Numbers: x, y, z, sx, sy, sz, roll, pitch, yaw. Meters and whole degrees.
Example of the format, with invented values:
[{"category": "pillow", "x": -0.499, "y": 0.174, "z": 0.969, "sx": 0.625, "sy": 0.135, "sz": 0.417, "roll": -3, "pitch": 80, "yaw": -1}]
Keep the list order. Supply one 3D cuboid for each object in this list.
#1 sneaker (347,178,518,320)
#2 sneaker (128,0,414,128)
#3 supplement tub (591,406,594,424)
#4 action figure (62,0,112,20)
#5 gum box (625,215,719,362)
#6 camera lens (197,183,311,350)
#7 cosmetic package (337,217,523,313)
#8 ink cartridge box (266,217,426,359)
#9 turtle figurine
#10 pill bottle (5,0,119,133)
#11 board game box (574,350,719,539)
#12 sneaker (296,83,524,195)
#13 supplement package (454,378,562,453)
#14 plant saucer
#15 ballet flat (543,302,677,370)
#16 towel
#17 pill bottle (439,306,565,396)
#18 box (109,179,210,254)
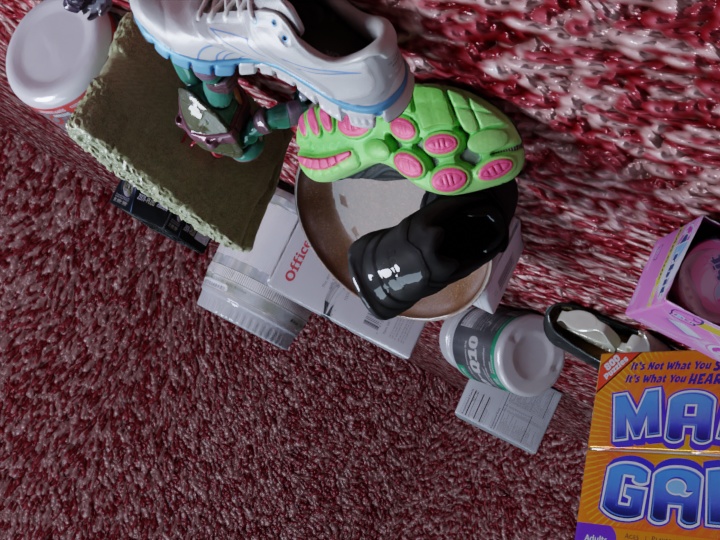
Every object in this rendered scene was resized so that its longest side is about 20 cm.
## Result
[{"category": "sneaker", "x": 0.077, "y": -0.030, "z": 0.691, "sx": 0.090, "sy": 0.200, "sz": 0.077, "roll": -22, "pitch": 103, "yaw": 41}, {"category": "sneaker", "x": -0.058, "y": -0.161, "z": 0.600, "sx": 0.197, "sy": 0.076, "sz": 0.087, "roll": 19, "pitch": 164, "yaw": 10}, {"category": "supplement tub", "x": 0.370, "y": 0.194, "z": 1.221, "sx": 0.143, "sy": 0.147, "sz": 0.200, "roll": 25, "pitch": 173, "yaw": 14}, {"category": "action figure", "x": -0.235, "y": -0.237, "z": 0.678, "sx": 0.128, "sy": 0.070, "sz": 0.200, "roll": 23, "pitch": 177, "yaw": -9}, {"category": "gum box", "x": 0.301, "y": 0.042, "z": 0.675, "sx": 0.197, "sy": 0.067, "sz": 0.114, "roll": 26, "pitch": 175, "yaw": 5}, {"category": "camera lens", "x": -0.122, "y": -0.011, "z": 1.348, "sx": 0.158, "sy": 0.203, "sz": 0.160, "roll": 26, "pitch": 173, "yaw": 3}, {"category": "cosmetic package", "x": 0.058, "y": -0.040, "z": 0.962, "sx": 0.198, "sy": 0.082, "sz": 0.113, "roll": 26, "pitch": 173, "yaw": 16}, {"category": "ink cartridge box", "x": 0.000, "y": 0.000, "z": 1.199, "sx": 0.198, "sy": 0.146, "sz": 0.084, "roll": 28, "pitch": 174, "yaw": -3}, {"category": "turtle figurine", "x": -0.103, "y": -0.143, "z": 0.767, "sx": 0.148, "sy": 0.102, "sz": 0.200, "roll": 24, "pitch": 167, "yaw": 22}, {"category": "pill bottle", "x": -0.247, "y": -0.177, "z": 0.961, "sx": 0.115, "sy": 0.117, "sz": 0.200, "roll": 23, "pitch": 173, "yaw": 26}, {"category": "board game box", "x": 0.354, "y": 0.207, "z": 0.932, "sx": 0.198, "sy": 0.203, "sz": 0.199, "roll": -7, "pitch": 151, "yaw": 44}, {"category": "sneaker", "x": 0.039, "y": -0.100, "z": 0.699, "sx": 0.198, "sy": 0.078, "sz": 0.083, "roll": 12, "pitch": -160, "yaw": 42}, {"category": "supplement package", "x": 0.334, "y": 0.306, "z": 2.180, "sx": 0.197, "sy": 0.149, "sz": 0.191, "roll": 25, "pitch": 173, "yaw": 11}, {"category": "plant saucer", "x": 0.033, "y": -0.046, "z": 0.856, "sx": 0.198, "sy": 0.037, "sz": 0.203, "roll": 19, "pitch": 132, "yaw": 22}, {"category": "ballet flat", "x": 0.293, "y": 0.091, "z": 1.095, "sx": 0.198, "sy": 0.069, "sz": 0.069, "roll": 23, "pitch": 164, "yaw": 30}, {"category": "towel", "x": -0.154, "y": -0.120, "z": 0.857, "sx": 0.199, "sy": 0.150, "sz": 0.036, "roll": 36, "pitch": 149, "yaw": -29}, {"category": "pill bottle", "x": 0.198, "y": 0.110, "z": 1.387, "sx": 0.112, "sy": 0.115, "sz": 0.199, "roll": 29, "pitch": 173, "yaw": -20}, {"category": "box", "x": -0.441, "y": -0.131, "z": 2.174, "sx": 0.162, "sy": 0.087, "sz": 0.200, "roll": 24, "pitch": 172, "yaw": 24}]
